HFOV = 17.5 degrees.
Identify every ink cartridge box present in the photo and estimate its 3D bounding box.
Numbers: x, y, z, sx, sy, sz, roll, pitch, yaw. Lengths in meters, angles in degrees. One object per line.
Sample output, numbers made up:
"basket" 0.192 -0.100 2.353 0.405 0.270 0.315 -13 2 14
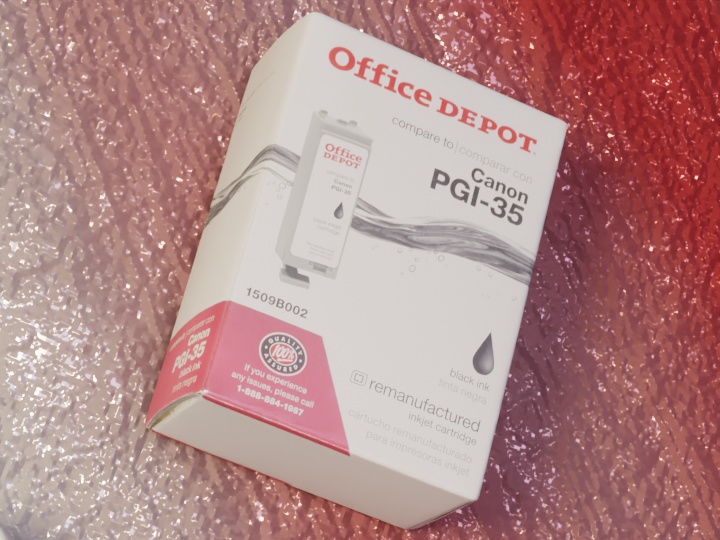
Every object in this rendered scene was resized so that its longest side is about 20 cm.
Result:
"ink cartridge box" 0.000 0.000 1.103 0.146 0.083 0.201 22 67 -16

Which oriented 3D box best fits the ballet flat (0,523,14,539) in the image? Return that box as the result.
"ballet flat" -0.139 0.191 1.001 0.069 0.069 0.202 -10 83 -26
